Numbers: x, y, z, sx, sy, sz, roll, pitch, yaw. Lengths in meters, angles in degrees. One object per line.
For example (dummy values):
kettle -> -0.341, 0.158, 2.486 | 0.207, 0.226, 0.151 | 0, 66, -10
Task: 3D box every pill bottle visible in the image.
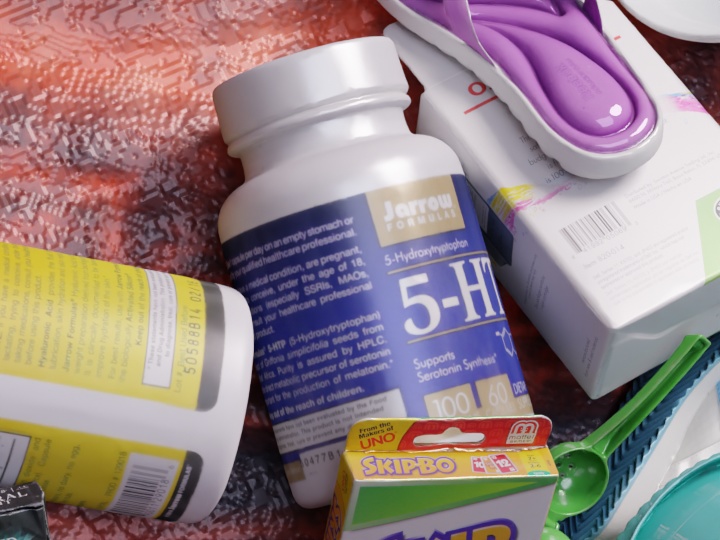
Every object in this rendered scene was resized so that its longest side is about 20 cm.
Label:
pill bottle -> 0.000, 0.000, 1.111 | 0.119, 0.120, 0.200 | -15, 86, -19
pill bottle -> -0.156, 0.043, 1.060 | 0.200, 0.111, 0.112 | 12, 78, -16

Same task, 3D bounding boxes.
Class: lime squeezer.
lime squeezer -> 0.103, 0.121, 1.111 | 0.038, 0.071, 0.200 | 45, 62, -43

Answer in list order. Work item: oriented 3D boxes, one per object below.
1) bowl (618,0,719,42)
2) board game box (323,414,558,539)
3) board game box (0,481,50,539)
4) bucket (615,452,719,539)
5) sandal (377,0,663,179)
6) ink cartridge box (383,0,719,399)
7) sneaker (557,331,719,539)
bowl -> 0.221, -0.189, 1.197 | 0.090, 0.201, 0.201 | 31, 70, -45
board game box -> 0.025, 0.148, 1.077 | 0.095, 0.030, 0.200 | 0, 123, -17
board game box -> -0.226, 0.171, 1.010 | 0.200, 0.028, 0.136 | -9, 110, -19
bucket -> 0.208, 0.183, 1.103 | 0.207, 0.135, 0.208 | -12, 114, -28
sandal -> 0.074, -0.128, 1.135 | 0.082, 0.050, 0.203 | -33, 64, -23
ink cartridge box -> 0.105, -0.051, 1.158 | 0.117, 0.067, 0.200 | -26, 63, -19
sneaker -> 0.181, 0.077, 1.186 | 0.081, 0.076, 0.200 | 42, 77, -17
